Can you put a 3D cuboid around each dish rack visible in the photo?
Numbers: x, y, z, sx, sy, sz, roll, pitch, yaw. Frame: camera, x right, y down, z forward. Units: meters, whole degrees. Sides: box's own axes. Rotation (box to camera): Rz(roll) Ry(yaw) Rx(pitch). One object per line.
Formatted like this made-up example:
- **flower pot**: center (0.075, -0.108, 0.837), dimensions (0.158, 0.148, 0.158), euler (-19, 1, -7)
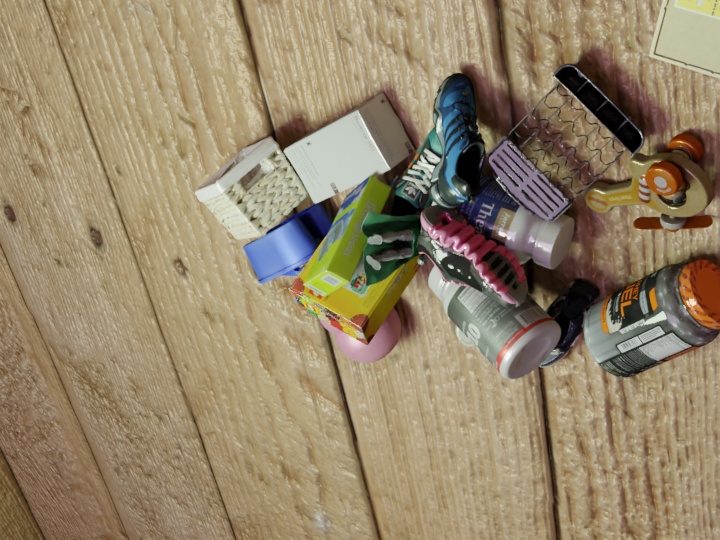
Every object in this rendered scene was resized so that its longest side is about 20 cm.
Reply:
- **dish rack**: center (0.276, -0.169, 1.348), dimensions (0.153, 0.055, 0.200), euler (46, 116, 4)

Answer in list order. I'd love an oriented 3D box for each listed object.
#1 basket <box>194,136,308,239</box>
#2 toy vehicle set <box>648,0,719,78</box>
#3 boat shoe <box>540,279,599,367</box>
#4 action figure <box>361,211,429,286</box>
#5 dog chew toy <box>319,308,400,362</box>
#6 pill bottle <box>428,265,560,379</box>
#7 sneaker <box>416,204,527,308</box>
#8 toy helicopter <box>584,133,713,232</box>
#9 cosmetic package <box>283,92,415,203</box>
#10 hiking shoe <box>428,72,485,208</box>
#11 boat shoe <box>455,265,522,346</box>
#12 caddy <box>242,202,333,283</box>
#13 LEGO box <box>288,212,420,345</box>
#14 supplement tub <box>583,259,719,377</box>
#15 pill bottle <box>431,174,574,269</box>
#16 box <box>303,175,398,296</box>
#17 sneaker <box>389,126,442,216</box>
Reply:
- **basket**: center (-0.192, -0.140, 1.720), dimensions (0.124, 0.136, 0.200), euler (51, 164, -14)
- **toy vehicle set**: center (0.428, -0.331, 1.155), dimensions (0.124, 0.027, 0.201), euler (26, 134, 24)
- **boat shoe**: center (0.303, 0.104, 1.546), dimensions (0.075, 0.093, 0.200), euler (34, 137, 15)
- **action figure**: center (0.088, -0.048, 1.545), dimensions (0.055, 0.199, 0.119), euler (23, 118, 40)
- **dog chew toy**: center (-0.019, 0.073, 1.763), dimensions (0.200, 0.125, 0.124), euler (47, 140, -16)
- **pill bottle**: center (0.200, 0.059, 1.485), dimensions (0.200, 0.114, 0.114), euler (48, 144, 31)
- **sneaker**: center (0.159, -0.007, 1.430), dimensions (0.200, 0.079, 0.096), euler (44, 137, 21)
- **toy helicopter**: center (0.397, -0.102, 1.341), dimensions (0.200, 0.079, 0.132), euler (-5, 126, 55)
- **cosmetic package**: center (-0.020, -0.199, 1.604), dimensions (0.200, 0.081, 0.113), euler (-22, 103, 48)
- **hiking shoe**: center (0.154, -0.191, 1.412), dimensions (0.087, 0.074, 0.201), euler (-5, 81, 57)
- **boat shoe**: center (0.220, 0.036, 1.584), dimensions (0.075, 0.062, 0.201), euler (34, 118, 33)
- **caddy**: center (-0.118, -0.039, 1.768), dimensions (0.200, 0.141, 0.105), euler (-23, 99, 48)
- **LEGO box**: center (0.000, 0.000, 1.640), dimensions (0.149, 0.200, 0.077), euler (28, 162, 22)
- **supplement tub**: center (0.427, 0.067, 1.389), dimensions (0.123, 0.123, 0.200), euler (50, 138, -2)
- **pill bottle**: center (0.215, -0.075, 1.471), dimensions (0.199, 0.111, 0.111), euler (24, 134, 26)
- **box**: center (-0.016, -0.063, 1.562), dimensions (0.048, 0.201, 0.122), euler (29, 160, -13)
- **sneaker**: center (0.102, -0.144, 1.538), dimensions (0.071, 0.080, 0.200), euler (37, 138, 13)
